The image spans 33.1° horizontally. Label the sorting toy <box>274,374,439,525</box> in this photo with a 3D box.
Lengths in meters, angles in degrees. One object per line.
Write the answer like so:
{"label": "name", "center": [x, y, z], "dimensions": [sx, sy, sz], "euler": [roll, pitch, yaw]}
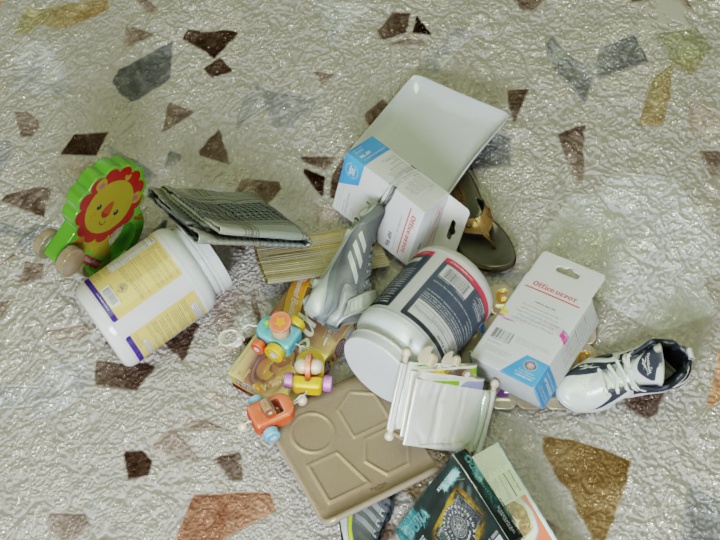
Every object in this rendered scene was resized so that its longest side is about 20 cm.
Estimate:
{"label": "sorting toy", "center": [-0.015, 0.243, 1.676], "dimensions": [0.183, 0.037, 0.201], "euler": [-21, 53, -22]}

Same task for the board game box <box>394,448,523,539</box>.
{"label": "board game box", "center": [0.124, 0.342, 1.584], "dimensions": [0.028, 0.201, 0.136], "euler": [-14, 59, -36]}

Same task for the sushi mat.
{"label": "sushi mat", "center": [-0.060, -0.026, 1.831], "dimensions": [0.197, 0.012, 0.096], "euler": [-8, 49, -19]}

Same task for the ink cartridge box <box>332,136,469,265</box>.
{"label": "ink cartridge box", "center": [0.059, -0.094, 1.832], "dimensions": [0.199, 0.117, 0.068], "euler": [38, 49, 21]}

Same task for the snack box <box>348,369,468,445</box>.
{"label": "snack box", "center": [0.074, 0.191, 1.751], "dimensions": [0.198, 0.024, 0.073], "euler": [17, 66, 13]}

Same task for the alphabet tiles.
{"label": "alphabet tiles", "center": [0.247, 0.112, 1.779], "dimensions": [0.197, 0.015, 0.198], "euler": [-1, 65, 5]}

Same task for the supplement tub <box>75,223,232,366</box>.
{"label": "supplement tub", "center": [-0.304, 0.030, 1.796], "dimensions": [0.199, 0.146, 0.146], "euler": [-36, 66, -12]}

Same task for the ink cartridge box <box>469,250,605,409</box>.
{"label": "ink cartridge box", "center": [0.260, 0.082, 1.731], "dimensions": [0.114, 0.068, 0.201], "euler": [25, 68, 34]}

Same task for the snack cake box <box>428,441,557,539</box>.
{"label": "snack cake box", "center": [0.188, 0.350, 1.635], "dimensions": [0.114, 0.067, 0.201], "euler": [-27, 68, -10]}

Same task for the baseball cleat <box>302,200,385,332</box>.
{"label": "baseball cleat", "center": [0.000, 0.000, 1.775], "dimensions": [0.106, 0.070, 0.201], "euler": [32, 77, 7]}

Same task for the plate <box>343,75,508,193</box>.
{"label": "plate", "center": [0.106, -0.203, 1.917], "dimensions": [0.198, 0.032, 0.201], "euler": [28, 70, 32]}

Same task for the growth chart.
{"label": "growth chart", "center": [0.114, 0.183, 1.653], "dimensions": [0.018, 0.199, 0.146], "euler": [17, 89, 52]}

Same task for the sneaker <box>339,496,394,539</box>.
{"label": "sneaker", "center": [0.010, 0.345, 1.658], "dimensions": [0.080, 0.074, 0.202], "euler": [-10, 65, -3]}

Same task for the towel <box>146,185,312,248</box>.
{"label": "towel", "center": [-0.198, -0.085, 1.807], "dimensions": [0.198, 0.035, 0.192], "euler": [1, 25, -37]}

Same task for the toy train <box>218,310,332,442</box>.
{"label": "toy train", "center": [-0.122, 0.133, 1.696], "dimensions": [0.148, 0.056, 0.201], "euler": [-17, 54, -14]}

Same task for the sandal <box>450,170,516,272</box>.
{"label": "sandal", "center": [0.174, -0.084, 1.857], "dimensions": [0.081, 0.055, 0.202], "euler": [-18, 63, -5]}

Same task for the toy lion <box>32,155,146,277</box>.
{"label": "toy lion", "center": [-0.382, -0.076, 1.804], "dimensions": [0.068, 0.200, 0.193], "euler": [35, 89, 21]}

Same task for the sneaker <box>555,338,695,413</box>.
{"label": "sneaker", "center": [0.374, 0.140, 1.681], "dimensions": [0.196, 0.130, 0.081], "euler": [-6, 71, -3]}

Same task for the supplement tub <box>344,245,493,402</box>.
{"label": "supplement tub", "center": [0.083, 0.075, 1.713], "dimensions": [0.140, 0.141, 0.200], "euler": [33, 59, 19]}

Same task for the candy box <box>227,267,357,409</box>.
{"label": "candy box", "center": [-0.091, 0.109, 1.788], "dimensions": [0.115, 0.055, 0.201], "euler": [29, 70, 18]}
